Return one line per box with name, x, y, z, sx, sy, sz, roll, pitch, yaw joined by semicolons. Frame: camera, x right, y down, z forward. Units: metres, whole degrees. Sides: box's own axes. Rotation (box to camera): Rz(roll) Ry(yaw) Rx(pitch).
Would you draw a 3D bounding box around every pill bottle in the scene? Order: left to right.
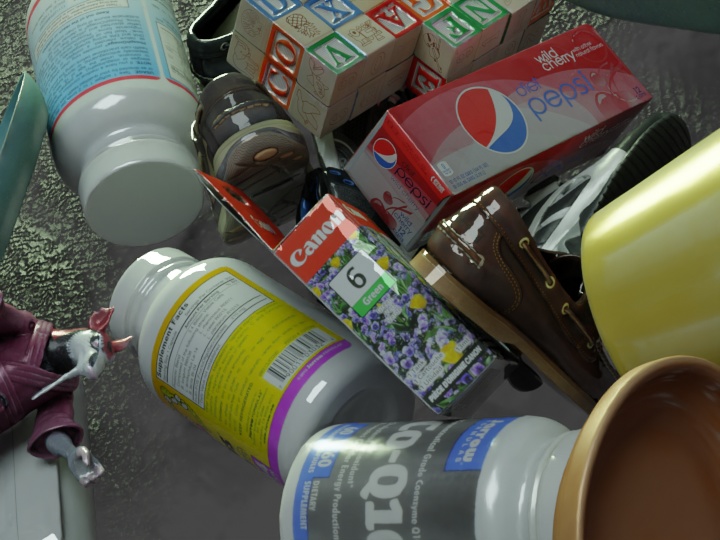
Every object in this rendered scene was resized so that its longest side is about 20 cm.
pill bottle;-0.167;-0.116;1.643;0.108;0.109;0.201;-23;49;7
pill bottle;-0.067;0.058;1.467;0.200;0.104;0.104;31;71;39
pill bottle;0.064;0.138;1.314;0.199;0.114;0.114;-6;52;37

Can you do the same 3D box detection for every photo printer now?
photo printer;-0.252;0.133;1.517;0.166;0.070;0.201;-20;49;9

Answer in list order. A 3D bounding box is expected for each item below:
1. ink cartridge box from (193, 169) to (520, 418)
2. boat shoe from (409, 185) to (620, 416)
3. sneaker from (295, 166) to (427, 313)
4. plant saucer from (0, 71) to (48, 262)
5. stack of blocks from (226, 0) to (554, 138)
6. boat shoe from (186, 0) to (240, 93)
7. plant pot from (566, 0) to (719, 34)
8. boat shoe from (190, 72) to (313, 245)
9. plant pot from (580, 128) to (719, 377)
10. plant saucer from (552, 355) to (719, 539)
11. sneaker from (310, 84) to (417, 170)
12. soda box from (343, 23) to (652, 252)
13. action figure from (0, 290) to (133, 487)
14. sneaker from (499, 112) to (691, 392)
ink cartridge box;0.000;0.000;1.368;0.200;0.109;0.050;45;95;11
boat shoe;0.106;0.021;1.346;0.070;0.200;0.070;-49;51;0
sneaker;0.023;-0.054;1.491;0.073;0.112;0.201;-48;19;49
plant saucer;-0.249;-0.036;1.596;0.027;0.200;0.201;20;56;-11
stack of blocks;0.024;-0.163;1.549;0.115;0.059;0.200;40;49;20
boat shoe;-0.049;-0.209;1.688;0.199;0.066;0.074;-40;48;-8
plant pot;0.170;-0.287;1.573;0.199;0.197;0.196;3;56;35
boat shoe;-0.068;-0.075;1.512;0.074;0.200;0.074;-21;77;-10
plant pot;0.236;-0.004;1.328;0.188;0.201;0.201;-24;47;26
plant saucer;0.162;0.146;1.239;0.037;0.200;0.201;-7;50;42
sneaker;0.010;-0.120;1.590;0.086;0.080;0.201;-8;57;6
soda box;0.087;-0.085;1.456;0.200;0.063;0.070;-27;73;-41
action figure;-0.232;0.082;1.459;0.199;0.134;0.149;-24;4;-12
sneaker;0.122;-0.027;1.463;0.088;0.074;0.200;29;75;42
